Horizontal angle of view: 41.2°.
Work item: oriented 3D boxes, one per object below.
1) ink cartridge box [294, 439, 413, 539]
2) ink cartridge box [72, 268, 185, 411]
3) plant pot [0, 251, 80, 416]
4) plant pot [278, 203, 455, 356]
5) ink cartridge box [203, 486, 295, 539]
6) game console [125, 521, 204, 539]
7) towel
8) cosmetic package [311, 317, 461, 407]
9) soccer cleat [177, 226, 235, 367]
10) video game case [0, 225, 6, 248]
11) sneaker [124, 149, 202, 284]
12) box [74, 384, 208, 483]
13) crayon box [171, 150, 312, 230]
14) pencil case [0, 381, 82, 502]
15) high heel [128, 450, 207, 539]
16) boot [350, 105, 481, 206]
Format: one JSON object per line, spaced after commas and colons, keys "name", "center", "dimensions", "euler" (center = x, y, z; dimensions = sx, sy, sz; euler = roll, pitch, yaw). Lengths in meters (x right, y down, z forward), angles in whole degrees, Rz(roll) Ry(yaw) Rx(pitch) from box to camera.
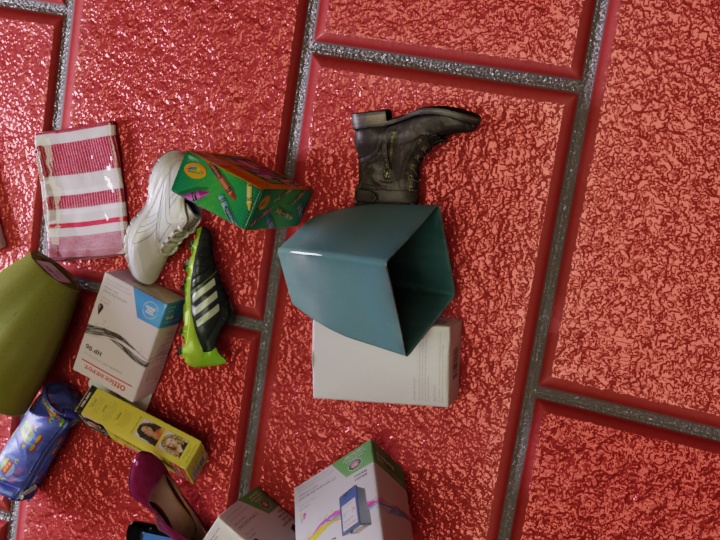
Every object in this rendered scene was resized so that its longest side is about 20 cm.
{"name": "ink cartridge box", "center": [-0.009, 0.352, 1.284], "dimensions": [0.144, 0.202, 0.088], "euler": [-34, 122, 17]}
{"name": "ink cartridge box", "center": [-0.353, 0.115, 1.441], "dimensions": [0.114, 0.068, 0.203], "euler": [24, 102, 14]}
{"name": "plant pot", "center": [-0.518, 0.080, 1.443], "dimensions": [0.187, 0.187, 0.201], "euler": [41, 93, 9]}
{"name": "plant pot", "center": [0.000, 0.000, 1.268], "dimensions": [0.197, 0.141, 0.144], "euler": [8, 127, 34]}
{"name": "ink cartridge box", "center": [-0.118, 0.419, 1.357], "dimensions": [0.199, 0.146, 0.085], "euler": [37, 104, 10]}
{"name": "game console", "center": [-0.292, 0.495, 1.435], "dimensions": [0.196, 0.173, 0.121], "euler": [6, 124, 16]}
{"name": "towel", "center": [-0.426, -0.118, 1.467], "dimensions": [0.141, 0.023, 0.205], "euler": [-5, 93, 17]}
{"name": "cosmetic package", "center": [0.035, 0.120, 1.318], "dimensions": [0.196, 0.081, 0.116], "euler": [4, 96, 18]}
{"name": "soccer cleat", "center": [-0.222, 0.040, 1.402], "dimensions": [0.079, 0.067, 0.205], "euler": [4, 87, -15]}
{"name": "video game case", "center": [-0.677, -0.100, 1.545], "dimensions": [0.196, 0.023, 0.186], "euler": [-16, 90, 17]}
{"name": "sneaker", "center": [-0.280, -0.070, 1.392], "dimensions": [0.086, 0.074, 0.203], "euler": [27, 104, 25]}
{"name": "box", "center": [-0.326, 0.245, 1.436], "dimensions": [0.197, 0.076, 0.051], "euler": [24, 64, 12]}
{"name": "crayon box", "center": [-0.154, -0.108, 1.291], "dimensions": [0.117, 0.200, 0.059], "euler": [27, 101, 13]}
{"name": "pencil case", "center": [-0.504, 0.272, 1.495], "dimensions": [0.201, 0.077, 0.087], "euler": [-54, 51, 15]}
{"name": "high heel", "center": [-0.270, 0.337, 1.392], "dimensions": [0.095, 0.068, 0.202], "euler": [18, 144, 26]}
{"name": "boot", "center": [0.071, -0.130, 1.298], "dimensions": [0.196, 0.069, 0.178], "euler": [0, 100, 21]}
